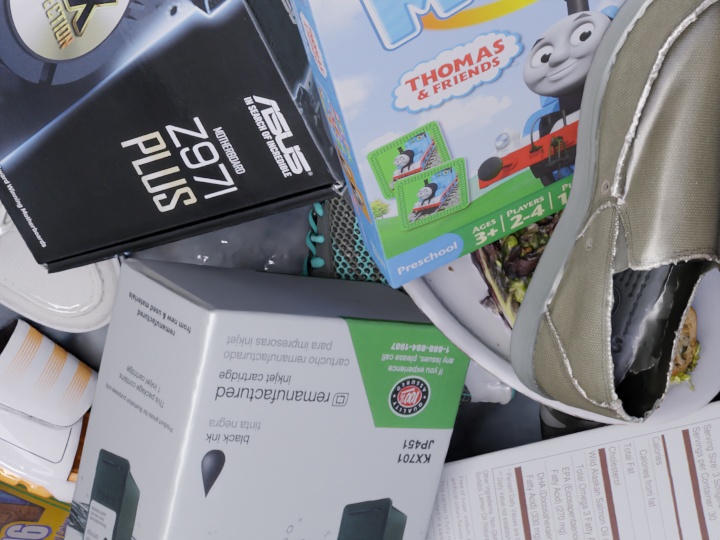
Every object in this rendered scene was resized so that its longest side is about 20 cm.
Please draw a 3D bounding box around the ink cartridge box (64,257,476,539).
[{"bbox_3d":[-0.047,0.105,0.854,0.147,0.083,0.200,5,103,-37],"label":"ink cartridge box"}]

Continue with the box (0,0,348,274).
[{"bbox_3d":[-0.103,-0.116,0.829,0.164,0.086,0.200,-14,116,28],"label":"box"}]

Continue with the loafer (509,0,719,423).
[{"bbox_3d":[0.123,-0.027,0.748,0.075,0.070,0.200,-2,118,-35],"label":"loafer"}]

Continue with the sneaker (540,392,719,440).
[{"bbox_3d":[0.183,0.063,0.991,0.200,0.079,0.095,-4,134,-7],"label":"sneaker"}]

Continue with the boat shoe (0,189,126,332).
[{"bbox_3d":[-0.183,-0.037,0.892,0.071,0.070,0.200,-37,112,7],"label":"boat shoe"}]

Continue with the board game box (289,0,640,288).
[{"bbox_3d":[0.055,-0.093,0.739,0.151,0.037,0.200,-25,141,-6],"label":"board game box"}]

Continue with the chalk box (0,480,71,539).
[{"bbox_3d":[-0.237,0.173,0.930,0.200,0.124,0.125,6,113,7],"label":"chalk box"}]

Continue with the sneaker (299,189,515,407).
[{"bbox_3d":[0.000,0.000,0.936,0.091,0.078,0.200,-26,112,7],"label":"sneaker"}]

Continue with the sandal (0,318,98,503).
[{"bbox_3d":[-0.186,0.051,0.923,0.207,0.079,0.059,22,110,-14],"label":"sandal"}]

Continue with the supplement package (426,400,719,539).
[{"bbox_3d":[0.118,0.146,0.917,0.200,0.117,0.117,-15,157,17],"label":"supplement package"}]

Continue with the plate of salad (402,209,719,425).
[{"bbox_3d":[0.094,-0.018,0.879,0.200,0.200,0.048,21,134,-16],"label":"plate of salad"}]
